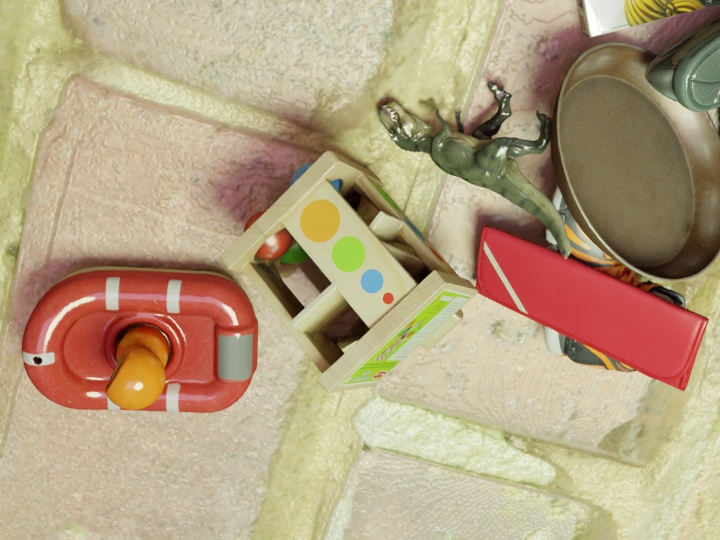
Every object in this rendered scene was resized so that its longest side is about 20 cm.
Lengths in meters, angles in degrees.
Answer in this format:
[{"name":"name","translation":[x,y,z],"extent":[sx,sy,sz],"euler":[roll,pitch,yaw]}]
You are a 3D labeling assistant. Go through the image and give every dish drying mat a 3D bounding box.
[{"name":"dish drying mat","translation":[0.184,0.029,0.850],"extent":[0.200,0.018,0.077],"euler":[27,131,28]}]

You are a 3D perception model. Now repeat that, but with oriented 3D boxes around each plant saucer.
[{"name":"plant saucer","translation":[0.222,-0.084,0.826],"extent":[0.200,0.200,0.034],"euler":[42,147,-16]}]

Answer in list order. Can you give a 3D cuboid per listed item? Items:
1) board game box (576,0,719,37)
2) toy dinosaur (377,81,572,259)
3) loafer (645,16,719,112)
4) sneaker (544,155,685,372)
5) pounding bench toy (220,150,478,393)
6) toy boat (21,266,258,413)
[{"name":"board game box","translation":[0.221,-0.297,0.801],"extent":[0.126,0.035,0.201],"euler":[-14,110,4]},{"name":"toy dinosaur","translation":[0.112,-0.101,0.845],"extent":[0.200,0.047,0.088],"euler":[36,101,19]},{"name":"loafer","translation":[0.319,-0.196,0.824],"extent":[0.200,0.063,0.072],"euler":[-29,121,-13]},{"name":"sneaker","translation":[0.221,-0.003,0.867],"extent":[0.112,0.078,0.201],"euler":[17,127,33]},{"name":"pounding bench toy","translation":[0.000,0.000,0.866],"extent":[0.124,0.200,0.156],"euler":[-43,75,11]},{"name":"toy boat","translation":[-0.189,0.074,0.875],"extent":[0.199,0.131,0.131],"euler":[2,110,-3]}]
